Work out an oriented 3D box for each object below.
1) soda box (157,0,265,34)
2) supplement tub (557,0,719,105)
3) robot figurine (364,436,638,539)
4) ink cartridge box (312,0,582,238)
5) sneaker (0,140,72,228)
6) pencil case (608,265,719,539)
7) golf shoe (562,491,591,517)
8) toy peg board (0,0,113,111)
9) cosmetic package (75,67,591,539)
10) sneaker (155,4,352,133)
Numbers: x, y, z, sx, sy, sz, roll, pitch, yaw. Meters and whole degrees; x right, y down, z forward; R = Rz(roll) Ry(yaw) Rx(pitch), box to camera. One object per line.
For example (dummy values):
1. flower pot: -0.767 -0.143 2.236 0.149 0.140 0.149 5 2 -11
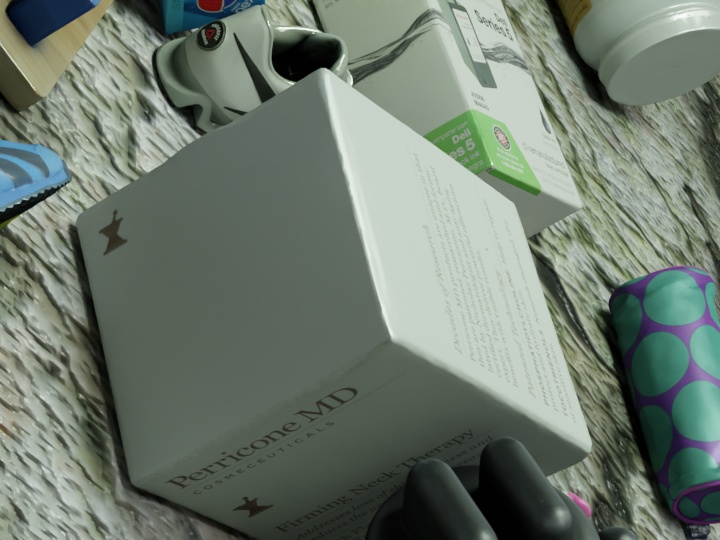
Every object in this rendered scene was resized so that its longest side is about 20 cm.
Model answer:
1. soda box: -0.109 -0.246 1.586 0.068 0.064 0.201 98 -21 -59
2. supplement tub: 0.239 -0.261 2.282 0.145 0.144 0.201 21 45 -58
3. robot figurine: 0.058 0.179 1.322 0.125 0.150 0.201 -68 166 -48
4. ink cartridge box: 0.058 -0.124 1.805 0.145 0.084 0.201 19 47 -59
5. sneaker: -0.196 -0.046 1.190 0.079 0.066 0.200 57 22 1
6. pencil case: 0.251 0.095 1.962 0.092 0.085 0.201 17 46 -38
7. golf shoe: 0.120 0.222 1.522 0.075 0.091 0.201 13 53 -63
8. toy peg board: -0.179 -0.223 1.397 0.200 0.098 0.199 54 23 -16
9. cosmetic package: -0.014 0.033 1.354 0.200 0.167 0.167 30 37 -50
10. sneaker: -0.031 -0.099 1.584 0.200 0.088 0.074 31 35 -53
